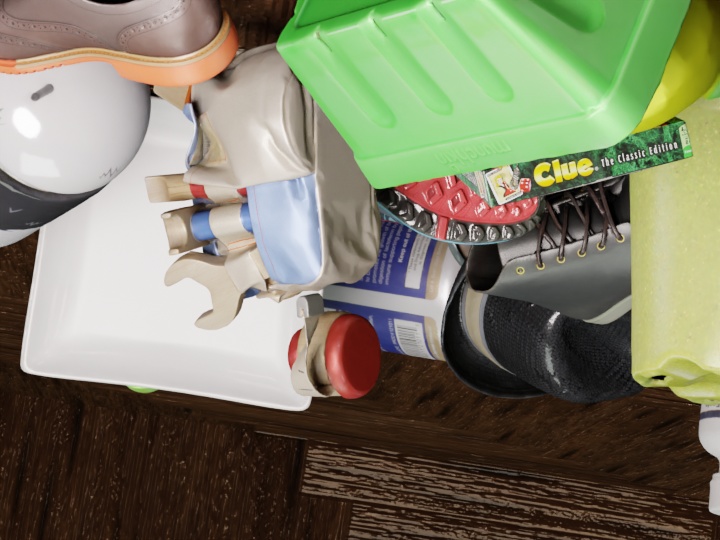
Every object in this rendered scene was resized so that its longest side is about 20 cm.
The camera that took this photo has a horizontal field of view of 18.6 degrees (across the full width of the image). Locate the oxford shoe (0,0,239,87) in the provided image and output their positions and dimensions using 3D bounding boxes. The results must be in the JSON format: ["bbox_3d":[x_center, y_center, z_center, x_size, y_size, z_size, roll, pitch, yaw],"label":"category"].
[{"bbox_3d":[-0.163,-0.153,1.204,0.199,0.071,0.073,6,142,23],"label":"oxford shoe"}]

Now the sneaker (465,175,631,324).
[{"bbox_3d":[0.151,-0.027,1.399,0.106,0.075,0.200,6,146,-24],"label":"sneaker"}]

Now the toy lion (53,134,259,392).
[{"bbox_3d":[-0.122,-0.009,1.530,0.199,0.192,0.069,7,170,3],"label":"toy lion"}]

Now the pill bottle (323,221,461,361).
[{"bbox_3d":[0.000,0.000,1.679,0.199,0.116,0.116,9,170,21],"label":"pill bottle"}]

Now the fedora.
[{"bbox_3d":[0.156,0.038,1.570,0.200,0.201,0.092,18,-157,-43],"label":"fedora"}]

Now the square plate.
[{"bbox_3d":[-0.119,-0.016,1.490,0.199,0.199,0.028,8,179,3],"label":"square plate"}]

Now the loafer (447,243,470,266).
[{"bbox_3d":[0.137,-0.024,1.630,0.063,0.072,0.200,-20,162,32],"label":"loafer"}]

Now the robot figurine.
[{"bbox_3d":[-0.213,-0.088,1.329,0.125,0.151,0.200,26,149,-29],"label":"robot figurine"}]

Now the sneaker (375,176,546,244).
[{"bbox_3d":[0.014,-0.067,1.307,0.199,0.080,0.096,16,179,5],"label":"sneaker"}]

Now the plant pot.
[{"bbox_3d":[0.227,-0.020,1.227,0.200,0.185,0.200,8,169,2],"label":"plant pot"}]

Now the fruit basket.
[{"bbox_3d":[0.095,-0.107,1.030,0.215,0.156,0.216,21,160,8],"label":"fruit basket"}]

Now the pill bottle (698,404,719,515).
[{"bbox_3d":[0.320,0.091,1.690,0.111,0.201,0.111,8,170,1],"label":"pill bottle"}]

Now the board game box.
[{"bbox_3d":[0.099,-0.069,1.158,0.104,0.024,0.200,-17,-168,-4],"label":"board game box"}]

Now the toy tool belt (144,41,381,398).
[{"bbox_3d":[-0.056,-0.028,1.221,0.123,0.201,0.125,-3,-175,33],"label":"toy tool belt"}]
